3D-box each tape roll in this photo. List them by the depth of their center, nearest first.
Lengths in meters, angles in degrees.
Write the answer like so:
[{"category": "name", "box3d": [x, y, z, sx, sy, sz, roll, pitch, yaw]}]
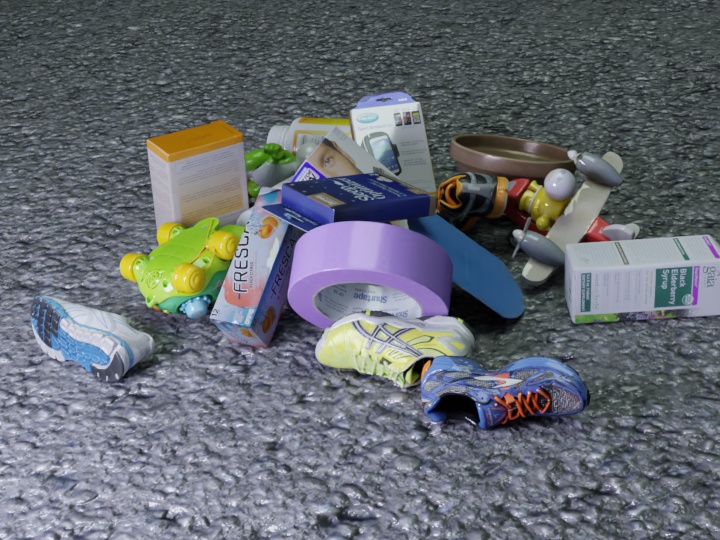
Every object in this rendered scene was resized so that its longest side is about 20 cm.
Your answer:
[{"category": "tape roll", "box3d": [0.013, 0.016, 1.429, 0.197, 0.201, 0.066, 2, 62, 11]}]

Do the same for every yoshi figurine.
[{"category": "yoshi figurine", "box3d": [-0.116, -0.151, 1.869, 0.197, 0.114, 0.112, -11, -9, 8]}]

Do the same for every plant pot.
[{"category": "plant pot", "box3d": [0.232, -0.147, 1.813, 0.198, 0.094, 0.201, 7, 16, -2]}]

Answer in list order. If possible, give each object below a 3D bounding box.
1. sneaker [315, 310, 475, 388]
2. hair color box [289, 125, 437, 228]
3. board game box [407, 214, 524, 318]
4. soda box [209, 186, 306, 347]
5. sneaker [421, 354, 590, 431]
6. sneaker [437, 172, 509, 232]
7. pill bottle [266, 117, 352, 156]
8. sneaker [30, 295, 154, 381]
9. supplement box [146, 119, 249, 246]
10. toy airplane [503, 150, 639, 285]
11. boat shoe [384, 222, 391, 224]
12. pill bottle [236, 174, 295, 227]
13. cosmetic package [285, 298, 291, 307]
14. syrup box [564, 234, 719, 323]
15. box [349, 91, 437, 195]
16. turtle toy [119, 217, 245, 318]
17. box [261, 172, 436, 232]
[{"category": "sneaker", "box3d": [0.037, 0.098, 1.407, 0.197, 0.076, 0.077, -4, 42, 17]}, {"category": "hair color box", "box3d": [0.005, -0.104, 1.684, 0.199, 0.065, 0.110, 38, 42, -3]}, {"category": "board game box", "box3d": [0.130, 0.002, 1.547, 0.199, 0.039, 0.159, 34, 26, -14]}, {"category": "soda box", "box3d": [-0.125, -0.005, 1.526, 0.063, 0.069, 0.202, 8, 65, 24]}, {"category": "sneaker", "box3d": [0.159, 0.146, 1.309, 0.197, 0.076, 0.079, -3, 34, 21]}, {"category": "sneaker", "box3d": [0.144, -0.107, 1.712, 0.076, 0.079, 0.200, 9, -11, -18]}, {"category": "pill bottle", "box3d": [-0.054, -0.201, 1.966, 0.197, 0.111, 0.109, 5, 28, 16]}, {"category": "sneaker", "box3d": [-0.346, 0.081, 1.512, 0.198, 0.076, 0.086, 24, 30, 31]}, {"category": "supplement box", "box3d": [-0.232, -0.102, 1.694, 0.125, 0.202, 0.073, -19, 34, -30]}, {"category": "toy airplane", "box3d": [0.294, -0.079, 1.637, 0.196, 0.142, 0.201, -15, 45, 3]}, {"category": "boat shoe", "box3d": [-0.005, -0.038, 1.537, 0.074, 0.075, 0.202, -29, 29, -12]}, {"category": "pill bottle", "box3d": [-0.088, -0.082, 1.730, 0.113, 0.116, 0.199, 15, 32, 33]}, {"category": "cosmetic package", "box3d": [0.000, 0.000, 1.603, 0.197, 0.072, 0.102, 2, 29, 11]}, {"category": "syrup box", "box3d": [0.369, 0.011, 1.520, 0.197, 0.080, 0.082, -3, 26, 2]}, {"category": "box", "box3d": [0.050, -0.186, 1.865, 0.117, 0.042, 0.203, -7, 69, -6]}, {"category": "turtle toy", "box3d": [-0.222, -0.006, 1.600, 0.144, 0.102, 0.200, 10, 42, 39]}, {"category": "box", "box3d": [-0.015, -0.089, 1.492, 0.198, 0.033, 0.121, -11, 25, -35]}]
